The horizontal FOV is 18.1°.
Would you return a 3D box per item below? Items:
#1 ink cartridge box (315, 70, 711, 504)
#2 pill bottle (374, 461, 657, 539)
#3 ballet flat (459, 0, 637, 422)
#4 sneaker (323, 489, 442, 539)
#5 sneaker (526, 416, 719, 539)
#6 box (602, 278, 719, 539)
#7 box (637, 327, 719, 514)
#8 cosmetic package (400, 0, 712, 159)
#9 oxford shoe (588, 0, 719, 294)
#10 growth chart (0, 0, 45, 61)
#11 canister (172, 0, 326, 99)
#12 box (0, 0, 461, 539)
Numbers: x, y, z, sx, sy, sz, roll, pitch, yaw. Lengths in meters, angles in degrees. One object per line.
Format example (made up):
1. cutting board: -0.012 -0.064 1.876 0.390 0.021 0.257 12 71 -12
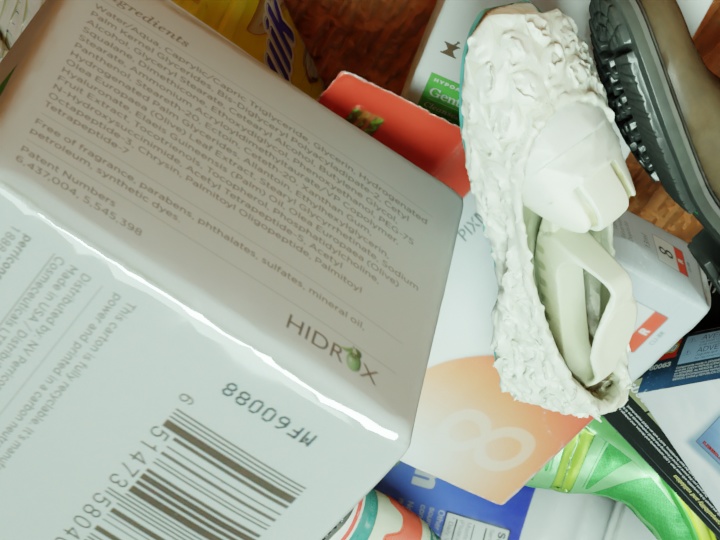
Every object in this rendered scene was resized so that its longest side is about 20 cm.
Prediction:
1. ink cartridge box: 0.033 0.014 1.023 0.199 0.050 0.162 23 128 -26
2. pill bottle: 0.067 0.139 1.251 0.199 0.112 0.112 14 138 13
3. ballet flat: 0.087 -0.019 0.929 0.071 0.072 0.201 8 132 21
4. sneaker: -0.031 0.182 1.200 0.093 0.070 0.200 30 130 -21
5. sneaker: 0.112 0.084 1.184 0.200 0.074 0.084 44 111 -3
6. box: 0.236 0.071 1.110 0.164 0.086 0.200 -25 118 42
7. box: 0.236 0.102 1.046 0.136 0.038 0.200 -14 125 37
8. cosmetic package: 0.094 -0.126 0.979 0.107 0.085 0.200 21 141 -1
9. oxford shoe: 0.159 -0.055 0.940 0.084 0.073 0.200 -35 125 4
10. growth chart: -0.203 -0.136 1.123 0.145 0.018 0.201 36 134 27
11. canister: -0.066 -0.059 1.087 0.086 0.149 0.200 -6 132 25
12. box: -0.098 0.024 0.930 0.200 0.172 0.199 34 125 -12
